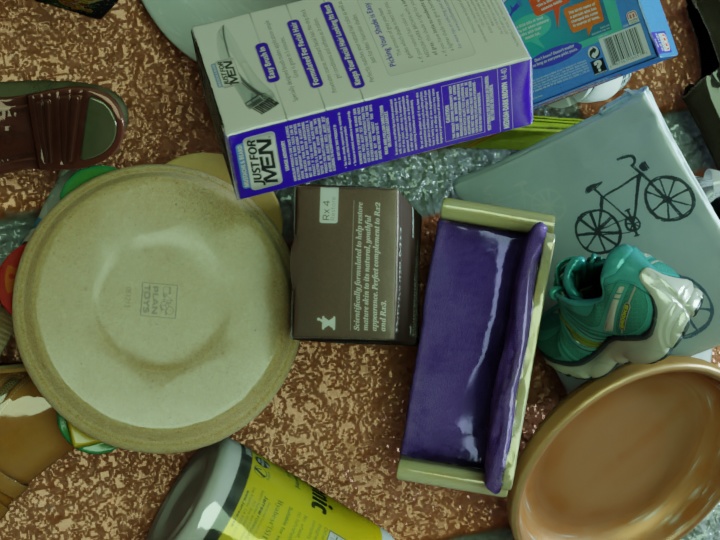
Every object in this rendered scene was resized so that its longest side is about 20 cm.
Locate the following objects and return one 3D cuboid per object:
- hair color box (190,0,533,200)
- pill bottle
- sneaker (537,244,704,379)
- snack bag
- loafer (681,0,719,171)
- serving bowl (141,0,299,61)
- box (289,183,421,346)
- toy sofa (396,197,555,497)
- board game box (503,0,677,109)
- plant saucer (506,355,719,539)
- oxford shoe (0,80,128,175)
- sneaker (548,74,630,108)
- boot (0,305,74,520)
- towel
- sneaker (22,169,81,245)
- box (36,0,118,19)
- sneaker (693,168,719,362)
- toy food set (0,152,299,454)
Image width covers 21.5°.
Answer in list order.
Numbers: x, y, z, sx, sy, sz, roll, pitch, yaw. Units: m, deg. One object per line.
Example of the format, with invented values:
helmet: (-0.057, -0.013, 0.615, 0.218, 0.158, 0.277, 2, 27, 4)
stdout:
hair color box: (0.001, -0.125, 1.221, 0.199, 0.065, 0.110, -14, 48, -7)
pill bottle: (-0.042, 0.210, 1.324, 0.200, 0.111, 0.112, 33, 79, -14)
sneaker: (0.165, 0.020, 1.302, 0.080, 0.200, 0.078, 40, 71, -6)
snack bag: (0.178, -0.015, 1.376, 0.201, 0.188, 0.021, 59, 38, -8)
loafer: (0.280, -0.126, 1.465, 0.071, 0.073, 0.201, -3, 84, -8)
serving bowl: (-0.074, -0.237, 1.307, 0.066, 0.200, 0.201, -26, 97, -49)
box: (0.000, 0.000, 1.294, 0.075, 0.200, 0.101, 1, 88, 8)
toy sofa: (0.080, 0.054, 1.336, 0.082, 0.098, 0.201, 10, 92, 4)
board game box: (0.111, -0.214, 1.291, 0.045, 0.152, 0.201, -18, 90, -62)
plant saucer: (0.193, 0.139, 1.392, 0.199, 0.037, 0.201, -15, 130, -19)
oxford shoe: (-0.255, -0.097, 1.297, 0.199, 0.075, 0.071, 2, 104, 1)
sneaker: (0.139, -0.216, 1.353, 0.080, 0.076, 0.201, -18, 96, -44)
boot: (-0.226, 0.122, 1.293, 0.199, 0.074, 0.155, 26, 79, -2)
towel: (0.116, -0.103, 1.398, 0.199, 0.086, 0.018, 2, 84, -18)
sneaker: (-0.129, -0.021, 1.328, 0.199, 0.075, 0.087, 20, 77, -16)
box: (-0.214, -0.217, 1.239, 0.136, 0.200, 0.038, 15, 83, -16)
sneaker: (0.246, 0.019, 1.416, 0.075, 0.115, 0.201, -3, 89, -21)
toy food set: (-0.137, 0.022, 1.259, 0.197, 0.049, 0.201, -11, 82, -13)
